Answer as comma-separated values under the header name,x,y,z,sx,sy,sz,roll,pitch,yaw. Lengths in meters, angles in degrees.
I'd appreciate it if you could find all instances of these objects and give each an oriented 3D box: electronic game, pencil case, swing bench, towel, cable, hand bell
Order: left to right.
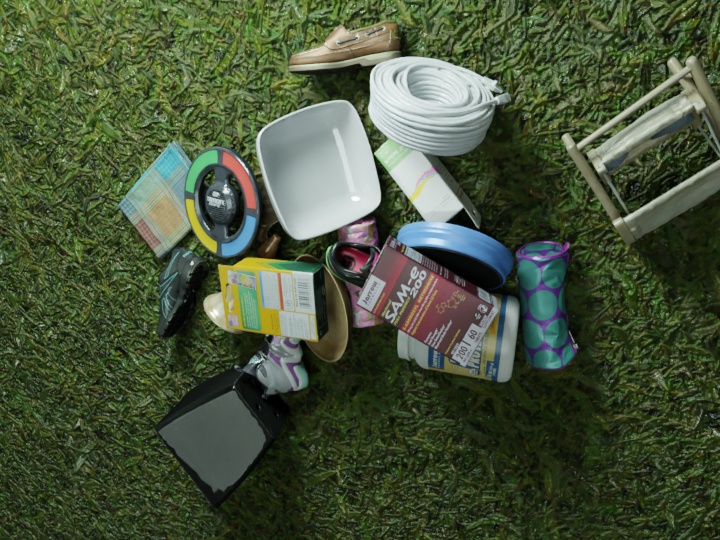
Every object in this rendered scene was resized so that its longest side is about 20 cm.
name,x,y,z,sx,sy,sz,roll,pitch,yaw
towel,-0.388,-0.136,1.210,0.199,0.022,0.148,-38,93,24
electronic game,-0.255,-0.124,1.114,0.195,0.041,0.207,9,107,33
hand bell,-0.211,0.011,1.165,0.103,0.104,0.202,38,110,2
pencil case,0.000,0.000,1.102,0.084,0.083,0.207,0,108,17
cable,0.107,-0.256,0.927,0.198,0.199,0.070,35,139,22
pencil case,0.315,0.058,1.022,0.089,0.085,0.207,-5,105,18
swing bench,0.435,-0.166,0.889,0.197,0.130,0.202,-34,96,23

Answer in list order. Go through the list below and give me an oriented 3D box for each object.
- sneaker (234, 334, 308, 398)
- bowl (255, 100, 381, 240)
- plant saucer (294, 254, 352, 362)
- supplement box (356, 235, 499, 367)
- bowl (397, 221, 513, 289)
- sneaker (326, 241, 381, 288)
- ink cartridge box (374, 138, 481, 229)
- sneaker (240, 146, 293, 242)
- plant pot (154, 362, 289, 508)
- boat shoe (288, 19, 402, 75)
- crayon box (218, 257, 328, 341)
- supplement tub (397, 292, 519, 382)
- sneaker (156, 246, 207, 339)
name,x,y,z,sx,sy,sz,roll,pitch,yaw
sneaker,-0.183,0.156,1.179,0.136,0.077,0.207,-15,105,-18
bowl,-0.077,-0.171,1.038,0.195,0.074,0.206,-23,104,-21
plant saucer,-0.069,0.067,1.128,0.198,0.035,0.207,28,126,47
supplement box,0.103,0.047,0.934,0.196,0.061,0.111,29,108,1
bowl,0.151,-0.018,0.995,0.194,0.201,0.041,14,75,12
sneaker,0.030,0.006,0.999,0.194,0.084,0.079,18,79,7
ink cartridge box,0.116,-0.139,1.001,0.067,0.117,0.202,-37,94,19
sneaker,-0.153,-0.141,1.122,0.074,0.071,0.202,27,120,-12
plant pot,-0.260,0.308,1.230,0.176,0.200,0.201,-37,95,13
boat shoe,-0.027,-0.369,1.003,0.193,0.072,0.070,-5,103,8
crayon box,-0.157,0.048,1.093,0.194,0.052,0.130,5,111,22
supplement tub,0.171,0.105,1.049,0.193,0.145,0.150,7,110,14
sneaker,-0.381,0.046,1.249,0.078,0.075,0.204,32,106,16
